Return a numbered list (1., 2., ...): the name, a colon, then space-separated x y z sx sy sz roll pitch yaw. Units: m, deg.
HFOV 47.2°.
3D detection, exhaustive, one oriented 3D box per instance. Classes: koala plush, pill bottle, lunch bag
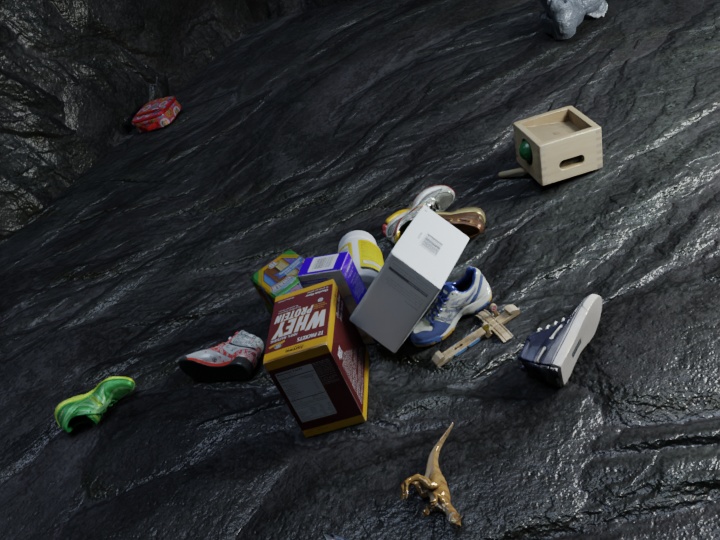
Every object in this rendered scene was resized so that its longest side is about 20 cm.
1. koala plush: 0.664 -0.819 2.523 0.196 0.179 0.186 -25 43 1
2. pill bottle: 0.000 0.000 1.871 0.112 0.116 0.202 -20 32 9
3. lunch bag: -0.874 -0.655 3.507 0.196 0.083 0.178 -7 40 31

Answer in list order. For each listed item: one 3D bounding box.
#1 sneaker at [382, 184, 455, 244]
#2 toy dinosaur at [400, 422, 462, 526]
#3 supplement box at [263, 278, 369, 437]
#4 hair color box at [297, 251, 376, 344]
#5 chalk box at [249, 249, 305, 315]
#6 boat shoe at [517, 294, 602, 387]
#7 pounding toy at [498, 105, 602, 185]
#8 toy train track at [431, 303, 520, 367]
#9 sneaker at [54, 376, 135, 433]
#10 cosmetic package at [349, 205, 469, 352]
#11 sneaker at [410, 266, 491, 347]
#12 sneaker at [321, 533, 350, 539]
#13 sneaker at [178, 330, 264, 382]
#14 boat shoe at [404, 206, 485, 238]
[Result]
1. sneaker: 0.150 -0.127 1.991 0.199 0.078 0.082 -38 36 0
2. toy dinosaur: 0.119 0.348 1.354 0.103 0.062 0.202 -2 38 -7
3. supplement box: -0.079 0.169 1.602 0.130 0.203 0.199 -17 33 14
4. hair color box: -0.042 0.064 1.725 0.107 0.202 0.065 -8 37 26
5. chalk box: -0.144 0.059 1.883 0.123 0.127 0.199 -35 31 -15
6. boat shoe: 0.357 0.112 1.478 0.091 0.076 0.201 14 50 37
7. pounding toy: 0.442 -0.278 1.951 0.195 0.145 0.185 -17 31 -5
8. toy train track: 0.223 0.120 1.609 0.198 0.033 0.115 -33 32 -7
9. sneaker: -0.614 0.318 1.928 0.197 0.075 0.084 -28 56 -8
10. cosmetic package: 0.099 0.017 1.648 0.201 0.122 0.200 -57 -3 39
11. sneaker: 0.172 0.069 1.667 0.199 0.089 0.075 -38 35 -11
12. sneaker: -0.016 0.443 1.270 0.196 0.086 0.076 -15 33 18
13. sneaker: -0.312 0.192 1.874 0.197 0.068 0.109 -3 37 28
14. boat shoe: 0.192 -0.093 1.902 0.195 0.073 0.068 -12 32 19
